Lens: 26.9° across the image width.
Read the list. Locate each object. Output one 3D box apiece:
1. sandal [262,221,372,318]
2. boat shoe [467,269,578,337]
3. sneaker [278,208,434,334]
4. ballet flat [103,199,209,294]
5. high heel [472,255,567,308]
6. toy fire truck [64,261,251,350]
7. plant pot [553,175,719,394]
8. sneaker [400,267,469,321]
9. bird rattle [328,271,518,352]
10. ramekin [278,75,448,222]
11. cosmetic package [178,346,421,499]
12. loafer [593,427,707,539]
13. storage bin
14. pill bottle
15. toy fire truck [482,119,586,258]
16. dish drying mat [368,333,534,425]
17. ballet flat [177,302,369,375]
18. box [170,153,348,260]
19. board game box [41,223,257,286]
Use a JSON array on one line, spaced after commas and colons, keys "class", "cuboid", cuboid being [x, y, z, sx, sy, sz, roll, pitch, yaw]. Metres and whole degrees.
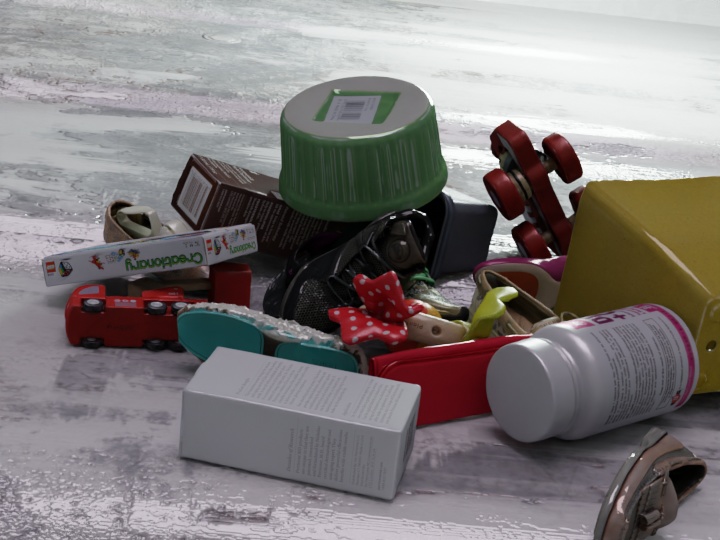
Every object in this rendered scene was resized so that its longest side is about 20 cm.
[{"class": "sandal", "cuboid": [-0.036, -0.020, 1.676, 0.200, 0.048, 0.075, -40, 41, -17]}, {"class": "boat shoe", "cuboid": [0.186, 0.063, 1.630, 0.073, 0.063, 0.200, -9, 27, -37]}, {"class": "sneaker", "cuboid": [0.000, 0.000, 1.593, 0.199, 0.076, 0.114, -37, 3, -18]}, {"class": "ballet flat", "cuboid": [-0.232, -0.033, 1.741, 0.199, 0.068, 0.068, 23, 33, 35]}, {"class": "high heel", "cuboid": [0.212, 0.006, 1.779, 0.199, 0.068, 0.096, 14, 27, -24]}, {"class": "toy fire truck", "cuboid": [-0.213, 0.034, 1.601, 0.199, 0.049, 0.141, 2, 21, -10]}, {"class": "plant pot", "cuboid": [0.350, 0.030, 1.608, 0.194, 0.195, 0.200, -4, 29, -25]}, {"class": "sneaker", "cuboid": [0.046, 0.001, 1.687, 0.199, 0.089, 0.077, 25, 6, 38]}, {"class": "bird rattle", "cuboid": [0.056, 0.066, 1.536, 0.199, 0.113, 0.163, 7, -7, -17]}, {"class": "ramekin", "cuboid": [0.000, -0.146, 1.731, 0.199, 0.098, 0.200, -4, 31, 3]}, {"class": "cosmetic package", "cuboid": [-0.053, 0.136, 1.358, 0.199, 0.072, 0.101, 11, 22, 10]}, {"class": "loafer", "cuboid": [0.259, 0.192, 1.321, 0.063, 0.072, 0.200, 22, 22, 17]}, {"class": "storage bin", "cuboid": [0.068, -0.072, 1.859, 0.199, 0.146, 0.134, 25, 17, 39]}, {"class": "pill bottle", "cuboid": [0.227, 0.102, 1.473, 0.199, 0.114, 0.113, -10, 27, -37]}, {"class": "toy fire truck", "cuboid": [0.215, -0.103, 1.903, 0.112, 0.201, 0.168, -32, 25, -4]}, {"class": "dish drying mat", "cuboid": [0.094, 0.109, 1.466, 0.199, 0.077, 0.018, -7, 17, -32]}, {"class": "ballet flat", "cuboid": [-0.087, 0.076, 1.515, 0.199, 0.072, 0.072, 17, 22, 2]}, {"class": "box", "cuboid": [-0.112, -0.067, 1.785, 0.199, 0.075, 0.100, 16, 16, -34]}, {"class": "board game box", "cuboid": [-0.227, -0.017, 1.633, 0.199, 0.035, 0.126, -7, 5, 22]}]
